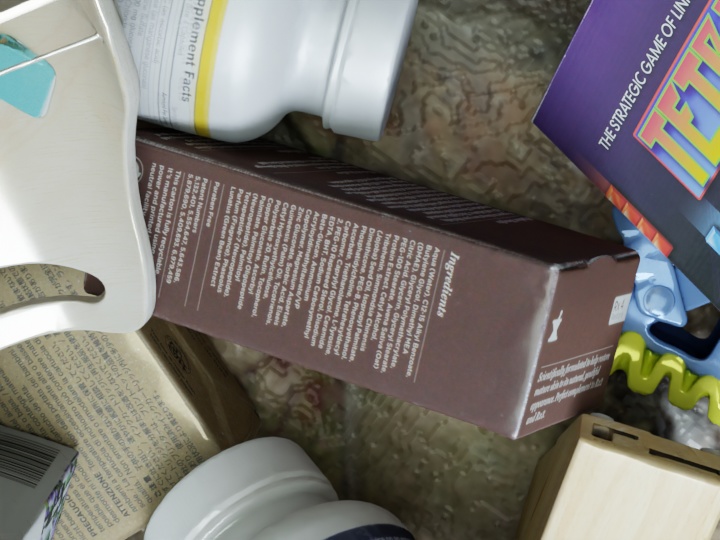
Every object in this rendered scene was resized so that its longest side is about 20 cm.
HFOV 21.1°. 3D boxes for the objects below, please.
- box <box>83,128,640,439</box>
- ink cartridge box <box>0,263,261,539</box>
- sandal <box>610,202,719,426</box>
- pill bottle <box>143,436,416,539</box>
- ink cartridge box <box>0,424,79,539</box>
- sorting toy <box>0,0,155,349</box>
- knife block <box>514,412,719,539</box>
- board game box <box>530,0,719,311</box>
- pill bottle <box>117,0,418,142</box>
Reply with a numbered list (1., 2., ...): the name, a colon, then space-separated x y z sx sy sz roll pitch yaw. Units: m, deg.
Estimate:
1. box: 0.000 0.000 0.781 0.200 0.100 0.075 16 100 25
2. ink cartridge box: -0.167 0.038 0.854 0.165 0.075 0.200 -31 100 14
3. sandal: 0.161 0.020 0.817 0.200 0.079 0.087 21 101 -1
4. pill bottle: -0.003 0.165 0.777 0.111 0.111 0.200 -49 57 14
5. ink cartridge box: -0.175 0.173 0.796 0.050 0.109 0.200 18 106 1
6. sorting toy: -0.166 -0.029 0.726 0.200 0.107 0.180 -21 121 0
7. knife block: 0.087 0.164 0.812 0.064 0.200 0.176 16 75 1
8. board game box: 0.164 -0.070 0.711 0.165 0.057 0.200 46 147 16
9. pill bottle: -0.079 -0.116 0.789 0.200 0.112 0.112 14 105 2
